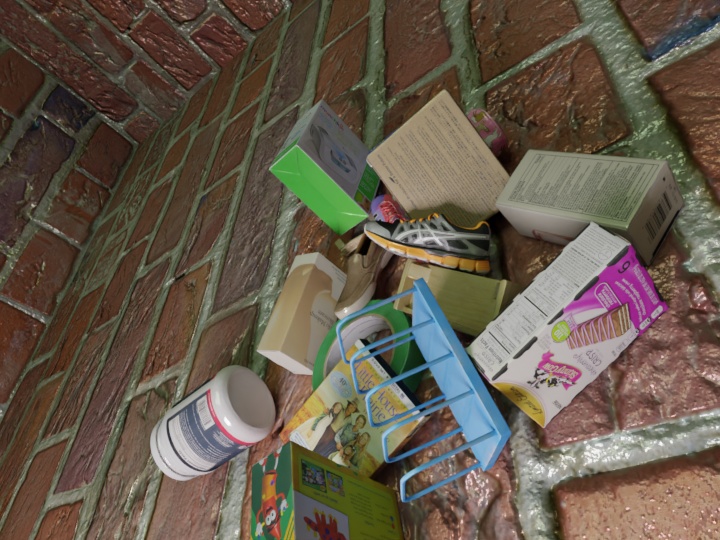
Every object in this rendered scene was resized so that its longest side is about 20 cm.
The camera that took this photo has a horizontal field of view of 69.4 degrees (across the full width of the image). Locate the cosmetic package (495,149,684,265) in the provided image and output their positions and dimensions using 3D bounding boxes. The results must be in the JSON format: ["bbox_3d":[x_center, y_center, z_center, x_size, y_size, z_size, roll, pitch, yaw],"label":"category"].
[{"bbox_3d":[0.295,-0.089,0.688,0.104,0.087,0.199,-56,37,-6],"label":"cosmetic package"}]

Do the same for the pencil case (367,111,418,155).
[{"bbox_3d":[0.110,-0.261,1.045,0.199,0.087,0.079,-34,43,24],"label":"pencil case"}]

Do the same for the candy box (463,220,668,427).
[{"bbox_3d":[0.231,0.066,0.581,0.200,0.136,0.061,-46,35,7],"label":"candy box"}]

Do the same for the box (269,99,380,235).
[{"bbox_3d":[-0.062,-0.208,1.061,0.096,0.200,0.178,-28,30,38],"label":"box"}]

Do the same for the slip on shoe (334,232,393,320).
[{"bbox_3d":[0.000,0.000,0.909,0.076,0.061,0.201,-19,29,47],"label":"slip on shoe"}]

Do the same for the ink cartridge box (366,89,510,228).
[{"bbox_3d":[0.133,-0.152,0.831,0.164,0.201,0.075,-37,-2,18],"label":"ink cartridge box"}]

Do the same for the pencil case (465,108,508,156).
[{"bbox_3d":[0.156,-0.184,0.901,0.200,0.082,0.087,-42,42,16],"label":"pencil case"}]

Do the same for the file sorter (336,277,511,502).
[{"bbox_3d":[0.063,0.143,0.613,0.121,0.140,0.202,-20,57,-9],"label":"file sorter"}]

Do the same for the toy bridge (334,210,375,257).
[{"bbox_3d":[0.029,-0.102,1.043,0.200,0.027,0.067,-48,36,5],"label":"toy bridge"}]

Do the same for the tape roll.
[{"bbox_3d":[0.010,0.146,0.828,0.199,0.048,0.202,-29,41,28],"label":"tape roll"}]

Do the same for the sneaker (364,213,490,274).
[{"bbox_3d":[0.102,-0.051,0.784,0.197,0.078,0.078,14,92,13],"label":"sneaker"}]

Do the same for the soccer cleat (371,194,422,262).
[{"bbox_3d":[0.065,-0.088,0.931,0.067,0.076,0.201,-43,45,11],"label":"soccer cleat"}]

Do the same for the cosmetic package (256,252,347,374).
[{"bbox_3d":[-0.100,0.079,0.961,0.070,0.105,0.202,-7,55,43],"label":"cosmetic package"}]

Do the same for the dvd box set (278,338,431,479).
[{"bbox_3d":[-0.014,0.219,0.734,0.201,0.029,0.146,-50,62,14],"label":"dvd box set"}]

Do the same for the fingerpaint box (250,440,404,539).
[{"bbox_3d":[-0.031,0.316,0.593,0.073,0.199,0.168,-36,39,20],"label":"fingerpaint box"}]

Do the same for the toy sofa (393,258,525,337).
[{"bbox_3d":[0.150,0.046,0.743,0.199,0.097,0.084,15,89,51],"label":"toy sofa"}]

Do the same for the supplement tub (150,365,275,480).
[{"bbox_3d":[-0.264,0.276,0.936,0.199,0.140,0.141,-35,38,20],"label":"supplement tub"}]
